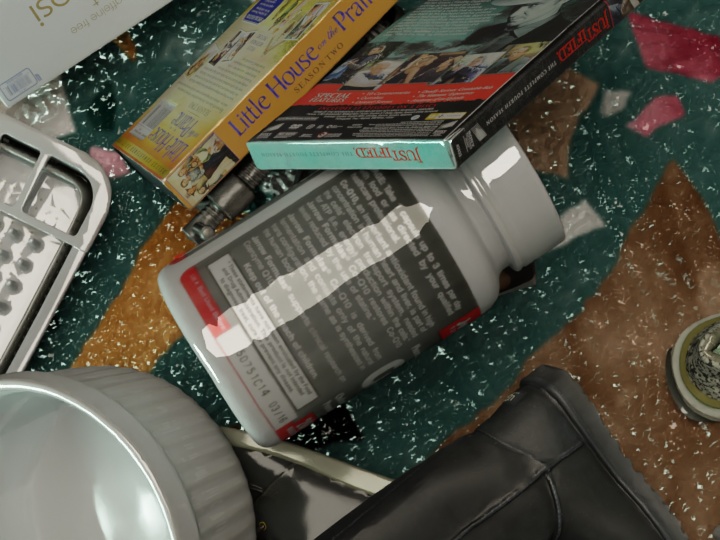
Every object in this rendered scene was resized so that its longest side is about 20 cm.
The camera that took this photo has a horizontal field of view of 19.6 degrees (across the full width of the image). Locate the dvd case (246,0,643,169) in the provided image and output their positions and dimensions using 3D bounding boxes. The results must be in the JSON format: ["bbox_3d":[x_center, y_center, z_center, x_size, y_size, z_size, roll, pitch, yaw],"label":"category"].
[{"bbox_3d":[0.052,-0.112,1.123,0.146,0.022,0.200,2,35,43],"label":"dvd case"}]

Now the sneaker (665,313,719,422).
[{"bbox_3d":[0.276,0.037,1.196,0.200,0.089,0.077,-18,77,1],"label":"sneaker"}]

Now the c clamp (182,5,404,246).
[{"bbox_3d":[-0.037,-0.087,1.227,0.027,0.171,0.200,45,80,-13],"label":"c clamp"}]

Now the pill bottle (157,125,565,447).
[{"bbox_3d":[0.002,-0.003,1.118,0.200,0.114,0.114,-32,76,-2],"label":"pill bottle"}]

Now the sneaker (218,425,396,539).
[{"bbox_3d":[-0.042,0.160,1.209,0.200,0.075,0.106,16,76,8],"label":"sneaker"}]

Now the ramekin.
[{"bbox_3d":[-0.153,0.147,1.176,0.200,0.105,0.200,6,103,28],"label":"ramekin"}]

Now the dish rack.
[{"bbox_3d":[-0.259,-0.003,1.286,0.172,0.044,0.200,25,81,10],"label":"dish rack"}]

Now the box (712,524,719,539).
[{"bbox_3d":[0.313,0.135,1.131,0.200,0.152,0.106,-34,88,-1],"label":"box"}]

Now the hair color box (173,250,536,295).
[{"bbox_3d":[0.000,0.000,1.227,0.200,0.102,0.061,-17,77,3],"label":"hair color box"}]

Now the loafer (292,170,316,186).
[{"bbox_3d":[0.029,-0.108,1.262,0.073,0.072,0.200,39,85,11],"label":"loafer"}]

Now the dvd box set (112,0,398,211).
[{"bbox_3d":[-0.057,-0.126,1.244,0.200,0.146,0.029,-46,110,-5],"label":"dvd box set"}]

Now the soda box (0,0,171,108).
[{"bbox_3d":[-0.156,-0.185,1.291,0.200,0.068,0.064,-33,110,-2],"label":"soda box"}]

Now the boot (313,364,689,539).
[{"bbox_3d":[0.075,0.175,1.163,0.200,0.066,0.165,-37,93,-20],"label":"boot"}]
